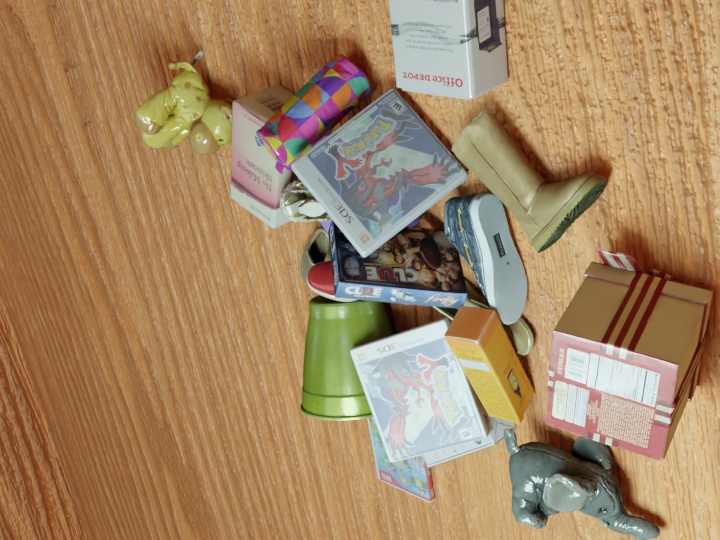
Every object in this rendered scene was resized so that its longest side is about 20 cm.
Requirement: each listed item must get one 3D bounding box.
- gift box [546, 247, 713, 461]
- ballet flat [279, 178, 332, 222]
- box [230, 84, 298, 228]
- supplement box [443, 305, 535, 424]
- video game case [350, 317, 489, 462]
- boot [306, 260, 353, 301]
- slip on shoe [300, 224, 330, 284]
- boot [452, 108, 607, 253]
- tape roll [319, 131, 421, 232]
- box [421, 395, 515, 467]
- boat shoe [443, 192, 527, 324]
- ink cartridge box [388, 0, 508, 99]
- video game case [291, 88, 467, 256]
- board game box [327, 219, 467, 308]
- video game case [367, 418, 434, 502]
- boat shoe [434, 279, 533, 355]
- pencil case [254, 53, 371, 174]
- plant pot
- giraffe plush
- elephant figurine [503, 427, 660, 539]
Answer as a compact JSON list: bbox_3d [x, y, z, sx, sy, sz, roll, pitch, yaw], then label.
[{"bbox_3d":[0.334,0.097,1.291,0.198,0.187,0.186,20,130,23],"label":"gift box"},{"bbox_3d":[-0.086,-0.110,1.635,0.199,0.064,0.076,-3,111,52],"label":"ballet flat"},{"bbox_3d":[-0.148,-0.199,1.755,0.127,0.109,0.201,35,135,31],"label":"box"},{"bbox_3d":[0.199,0.145,1.526,0.068,0.067,0.201,5,139,40],"label":"supplement box"},{"bbox_3d":[0.094,0.197,1.634,0.181,0.023,0.202,-20,92,26],"label":"video game case"},{"bbox_3d":[0.000,0.000,1.628,0.198,0.073,0.144,4,162,12],"label":"boot"},{"bbox_3d":[-0.073,-0.029,1.812,0.076,0.060,0.200,55,143,9],"label":"slip on shoe"},{"bbox_3d":[0.224,-0.142,1.381,0.201,0.066,0.175,54,142,14],"label":"boot"},{"bbox_3d":[0.006,-0.136,1.631,0.199,0.085,0.202,29,133,36],"label":"tape roll"},{"bbox_3d":[0.159,0.254,1.710,0.117,0.060,0.200,59,143,4],"label":"box"},{"bbox_3d":[0.186,-0.020,1.508,0.091,0.070,0.202,5,113,57],"label":"boat shoe"},{"bbox_3d":[0.116,-0.347,1.365,0.144,0.084,0.202,18,124,44],"label":"ink cartridge box"},{"bbox_3d":[0.027,-0.149,1.503,0.183,0.199,0.023,50,172,15],"label":"video game case"},{"bbox_3d":[0.055,-0.011,1.520,0.035,0.198,0.136,109,161,-44],"label":"board game box"},{"bbox_3d":[0.072,0.330,1.898,0.142,0.017,0.202,14,122,45],"label":"video game case"},{"bbox_3d":[0.180,0.073,1.568,0.200,0.063,0.074,40,138,28],"label":"boat shoe"},{"bbox_3d":[-0.075,-0.246,1.573,0.088,0.200,0.088,46,176,4],"label":"pencil case"},{"bbox_3d":[-0.017,0.138,1.761,0.199,0.199,0.195,6,105,48],"label":"plant pot"},{"bbox_3d":[-0.296,-0.282,1.876,0.162,0.172,0.201,38,104,14],"label":"giraffe plush"},{"bbox_3d":[0.331,0.321,1.513,0.199,0.155,0.143,-13,59,42],"label":"elephant figurine"}]
